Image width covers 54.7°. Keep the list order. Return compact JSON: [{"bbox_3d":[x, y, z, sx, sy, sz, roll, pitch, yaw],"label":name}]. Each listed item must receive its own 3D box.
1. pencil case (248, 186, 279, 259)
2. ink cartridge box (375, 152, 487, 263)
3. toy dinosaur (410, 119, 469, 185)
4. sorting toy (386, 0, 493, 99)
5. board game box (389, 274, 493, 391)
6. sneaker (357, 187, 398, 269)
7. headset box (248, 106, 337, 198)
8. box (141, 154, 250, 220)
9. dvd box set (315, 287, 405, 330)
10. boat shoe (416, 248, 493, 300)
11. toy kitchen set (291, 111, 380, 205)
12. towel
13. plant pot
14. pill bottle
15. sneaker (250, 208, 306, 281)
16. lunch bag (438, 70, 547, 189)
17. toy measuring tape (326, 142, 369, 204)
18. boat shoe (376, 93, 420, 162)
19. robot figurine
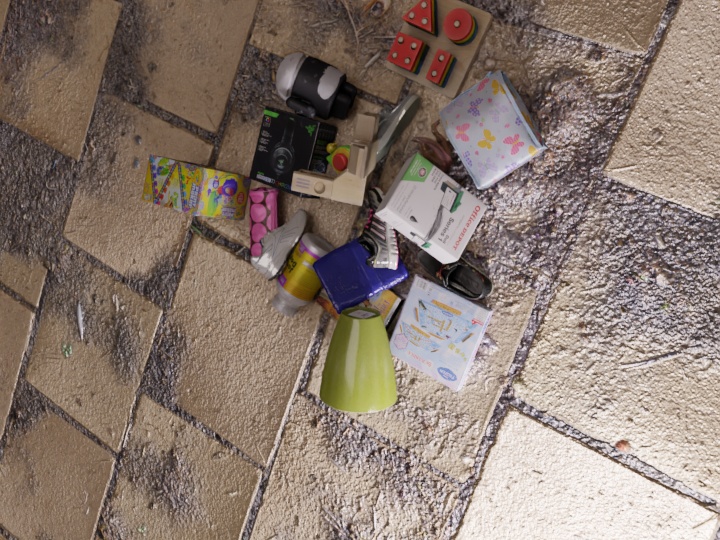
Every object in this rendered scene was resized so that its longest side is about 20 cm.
[{"bbox_3d":[-0.243,-0.116,1.805,0.093,0.089,0.205,-3,92,62],"label":"pencil case"},{"bbox_3d":[0.154,-0.131,1.502,0.198,0.084,0.148,34,78,-11],"label":"ink cartridge box"},{"bbox_3d":[0.180,-0.241,1.541,0.085,0.200,0.138,-25,68,12],"label":"toy dinosaur"},{"bbox_3d":[0.169,-0.529,1.594,0.198,0.069,0.202,31,104,24],"label":"sorting toy"},{"bbox_3d":[0.181,0.141,1.615,0.198,0.041,0.203,27,103,24],"label":"board game box"},{"bbox_3d":[0.031,-0.096,1.622,0.086,0.074,0.204,-9,78,-8],"label":"sneaker"},{"bbox_3d":[-0.169,-0.304,1.756,0.172,0.092,0.204,22,103,25],"label":"headset box"},{"bbox_3d":[-0.429,-0.216,1.834,0.190,0.199,0.125,16,97,25],"label":"box"},{"bbox_3d":[-0.003,0.074,1.715,0.199,0.029,0.148,38,107,22],"label":"dvd box set"},{"bbox_3d":[0.208,0.001,1.589,0.200,0.063,0.075,32,107,25],"label":"boat shoe"},{"bbox_3d":[-0.061,-0.261,1.580,0.177,0.163,0.204,12,108,6],"label":"toy kitchen set"},{"bbox_3d":[0.000,0.000,1.663,0.197,0.050,0.149,-28,73,-4],"label":"towel"},{"bbox_3d":[-0.001,0.195,1.610,0.184,0.186,0.204,10,105,26],"label":"plant pot"},{"bbox_3d":[-0.145,0.015,1.745,0.104,0.104,0.202,38,107,21],"label":"pill bottle"},{"bbox_3d":[-0.200,-0.076,1.737,0.086,0.074,0.202,33,72,-5],"label":"sneaker"},{"bbox_3d":[0.285,-0.307,1.509,0.168,0.127,0.202,-33,88,24],"label":"lunch bag"},{"bbox_3d":[-0.010,-0.243,1.693,0.200,0.073,0.074,48,110,11],"label":"toy measuring tape"},{"bbox_3d":[0.061,-0.346,1.652,0.072,0.070,0.202,45,113,13],"label":"boat shoe"},{"bbox_3d":[-0.110,-0.444,1.694,0.197,0.150,0.127,25,107,-1],"label":"robot figurine"}]
